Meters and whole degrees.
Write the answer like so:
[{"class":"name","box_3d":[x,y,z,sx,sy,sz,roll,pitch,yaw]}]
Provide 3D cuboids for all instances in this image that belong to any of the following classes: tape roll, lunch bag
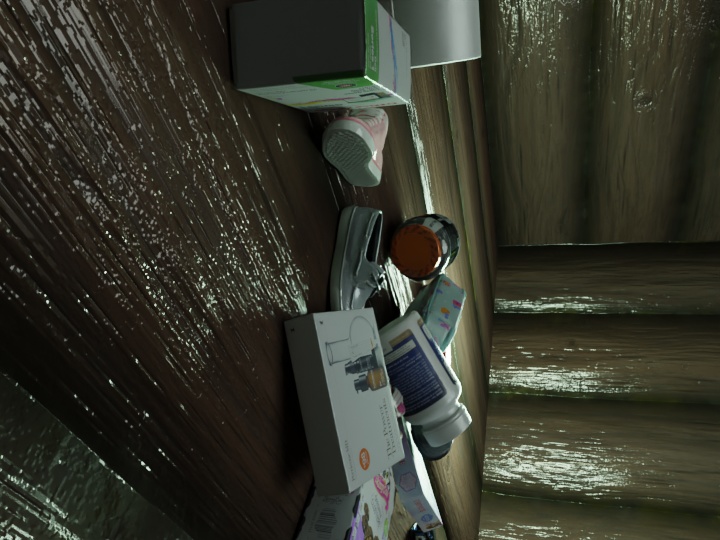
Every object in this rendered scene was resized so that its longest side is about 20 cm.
[{"class":"tape roll","box_3d":[0.098,-0.413,0.982,0.203,0.197,0.143,-52,137,-62]},{"class":"lunch bag","box_3d":[0.128,0.110,1.160,0.161,0.076,0.201,-54,-177,36]}]

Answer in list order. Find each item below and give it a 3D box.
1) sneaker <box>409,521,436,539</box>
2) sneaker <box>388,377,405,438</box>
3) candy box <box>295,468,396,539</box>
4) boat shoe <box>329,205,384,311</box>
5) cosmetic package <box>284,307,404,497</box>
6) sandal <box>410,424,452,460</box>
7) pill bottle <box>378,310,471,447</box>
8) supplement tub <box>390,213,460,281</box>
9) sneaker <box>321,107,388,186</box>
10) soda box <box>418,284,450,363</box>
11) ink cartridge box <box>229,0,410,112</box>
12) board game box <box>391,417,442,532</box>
[{"class":"sneaker","box_3d":[0.126,0.615,1.257,0.201,0.071,0.115,-68,149,-67]},{"class":"sneaker","box_3d":[0.026,0.192,0.917,0.081,0.086,0.205,-47,133,-64]},{"class":"candy box","box_3d":[-0.011,0.336,0.821,0.202,0.070,0.171,-69,152,-50]},{"class":"boat shoe","box_3d":[0.000,0.000,0.868,0.070,0.070,0.206,47,45,-64]},{"class":"cosmetic package","box_3d":[-0.016,0.153,0.739,0.150,0.051,0.205,-1,76,-59]},{"class":"sandal","box_3d":[0.118,0.270,1.075,0.201,0.074,0.044,-104,-161,-62]},{"class":"pill bottle","box_3d":[0.097,0.179,0.979,0.203,0.110,0.111,59,21,1]},{"class":"supplement tub","box_3d":[0.130,-0.049,1.195,0.200,0.119,0.126,-24,112,-71]},{"class":"sneaker","box_3d":[-0.005,-0.201,0.852,0.200,0.073,0.108,45,51,-75]},{"class":"soda box","box_3d":[0.182,0.140,1.446,0.070,0.062,0.206,-34,122,-68]},{"class":"ink cartridge box","box_3d":[-0.033,-0.233,0.657,0.200,0.141,0.086,-24,113,-71]},{"class":"board game box","box_3d":[0.081,0.327,1.039,0.201,0.040,0.203,65,6,-52]}]
